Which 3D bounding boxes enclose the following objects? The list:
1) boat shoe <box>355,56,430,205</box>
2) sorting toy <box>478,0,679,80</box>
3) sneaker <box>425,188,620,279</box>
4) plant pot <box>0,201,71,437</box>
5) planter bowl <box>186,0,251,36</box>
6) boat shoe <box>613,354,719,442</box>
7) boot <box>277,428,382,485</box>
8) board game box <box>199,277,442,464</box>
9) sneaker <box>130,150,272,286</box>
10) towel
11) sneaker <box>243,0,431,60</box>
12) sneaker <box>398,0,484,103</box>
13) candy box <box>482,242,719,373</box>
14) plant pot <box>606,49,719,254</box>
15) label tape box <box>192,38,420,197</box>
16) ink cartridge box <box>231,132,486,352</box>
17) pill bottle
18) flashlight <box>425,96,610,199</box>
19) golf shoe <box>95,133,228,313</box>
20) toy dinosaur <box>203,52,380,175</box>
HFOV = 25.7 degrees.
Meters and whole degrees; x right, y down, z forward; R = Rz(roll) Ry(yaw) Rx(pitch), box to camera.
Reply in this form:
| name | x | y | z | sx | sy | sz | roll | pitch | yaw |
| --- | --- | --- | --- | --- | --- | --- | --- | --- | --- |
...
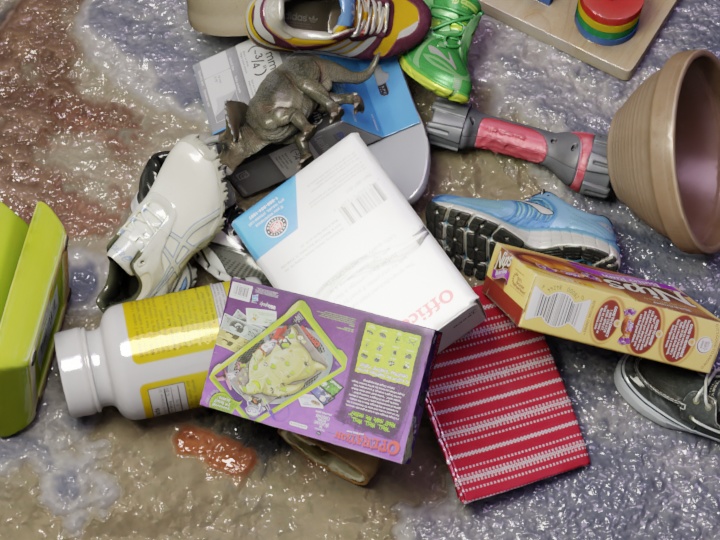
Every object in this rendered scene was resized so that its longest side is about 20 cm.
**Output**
| name | x | y | z | sx | sy | sz | roll | pitch | yaw |
| --- | --- | --- | --- | --- | --- | --- | --- | --- | --- |
| boat shoe | 0.036 | -0.148 | 1.634 | 0.068 | 0.057 | 0.201 | -16 | 62 | 11 |
| sorting toy | 0.256 | -0.339 | 1.740 | 0.198 | 0.070 | 0.200 | 28 | 64 | 13 |
| sneaker | 0.163 | -0.040 | 1.587 | 0.199 | 0.079 | 0.090 | 14 | 43 | 2 |
| plant pot | -0.372 | 0.035 | 1.453 | 0.181 | 0.199 | 0.201 | 12 | 61 | -3 |
| planter bowl | -0.099 | -0.346 | 1.644 | 0.200 | 0.135 | 0.200 | -11 | 28 | 6 |
| boat shoe | 0.338 | 0.122 | 1.492 | 0.200 | 0.071 | 0.072 | 25 | 64 | 12 |
| boot | -0.021 | 0.079 | 1.509 | 0.175 | 0.066 | 0.200 | 27 | 65 | 13 |
| board game box | -0.036 | 0.086 | 1.383 | 0.199 | 0.032 | 0.120 | 14 | 85 | 21 |
| sneaker | -0.143 | -0.052 | 1.548 | 0.200 | 0.091 | 0.066 | 32 | 46 | 20 |
| towel | 0.122 | 0.109 | 1.492 | 0.144 | 0.022 | 0.201 | -14 | 75 | -21 |
| sneaker | -0.009 | -0.245 | 1.552 | 0.199 | 0.090 | 0.075 | -7 | 94 | -24 |
| sneaker | 0.085 | -0.252 | 1.648 | 0.074 | 0.084 | 0.200 | 21 | 38 | -25 |
| candy box | 0.226 | 0.035 | 1.477 | 0.199 | 0.117 | 0.057 | 13 | 102 | -16 |
| plant pot | 0.307 | -0.115 | 1.574 | 0.092 | 0.201 | 0.201 | -2 | 57 | 32 |
| label tape box | -0.058 | -0.182 | 1.613 | 0.199 | 0.063 | 0.145 | -23 | 61 | 8 |
| ink cartridge box | 0.000 | 0.000 | 1.451 | 0.145 | 0.084 | 0.200 | -36 | 72 | 1 |
| pill bottle | -0.180 | 0.078 | 1.477 | 0.199 | 0.111 | 0.112 | -11 | 63 | -8 |
| flashlight | 0.166 | -0.128 | 1.625 | 0.199 | 0.068 | 0.068 | 15 | 65 | 5 |
| golf shoe | -0.190 | -0.033 | 1.485 | 0.078 | 0.200 | 0.097 | 37 | 33 | 25 |
| toy dinosaur | -0.062 | -0.166 | 1.523 | 0.102 | 0.077 | 0.200 | 40 | 77 | 17 |
